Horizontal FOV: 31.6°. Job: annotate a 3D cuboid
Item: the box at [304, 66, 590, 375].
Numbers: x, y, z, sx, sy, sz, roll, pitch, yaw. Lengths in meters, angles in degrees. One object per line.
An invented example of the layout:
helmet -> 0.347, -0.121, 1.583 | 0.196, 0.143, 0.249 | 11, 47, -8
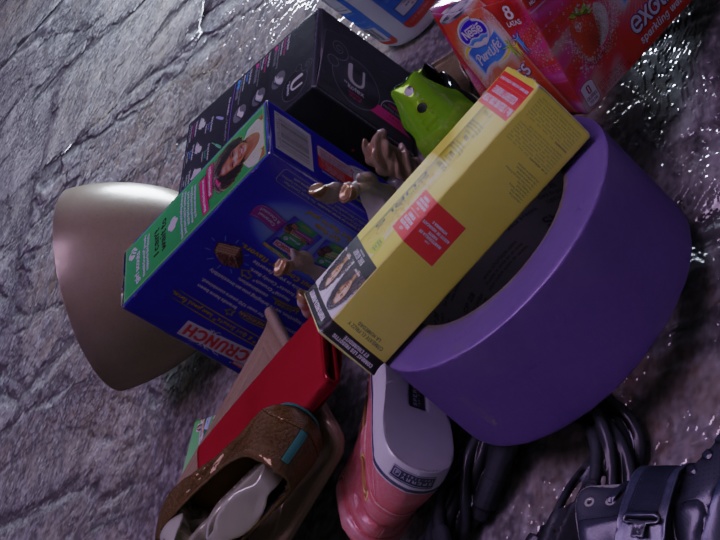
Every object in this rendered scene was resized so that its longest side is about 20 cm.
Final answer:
box -> 0.051, -0.032, 0.800 | 0.200, 0.050, 0.075 | -47, 20, 8

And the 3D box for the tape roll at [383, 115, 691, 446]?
tape roll -> 0.106, 0.005, 0.813 | 0.200, 0.085, 0.201 | -42, 23, 23

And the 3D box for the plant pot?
plant pot -> -0.191, 0.002, 1.223 | 0.133, 0.201, 0.201 | -14, 45, 8

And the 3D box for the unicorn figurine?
unicorn figurine -> 0.000, 0.000, 0.959 | 0.200, 0.137, 0.074 | -50, 50, 21

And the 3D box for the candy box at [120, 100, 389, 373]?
candy box -> -0.073, -0.013, 1.048 | 0.200, 0.168, 0.077 | -43, 32, 26

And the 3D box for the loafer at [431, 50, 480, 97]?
loafer -> 0.098, -0.164, 1.023 | 0.199, 0.067, 0.077 | -16, 52, 50

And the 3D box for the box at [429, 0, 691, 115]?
box -> 0.156, -0.200, 0.871 | 0.200, 0.100, 0.095 | -46, 24, -25

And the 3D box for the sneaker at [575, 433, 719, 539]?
sneaker -> 0.188, 0.093, 0.667 | 0.146, 0.077, 0.204 | -8, 59, 50

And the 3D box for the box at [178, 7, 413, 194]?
box -> -0.059, -0.120, 1.163 | 0.200, 0.122, 0.107 | -35, 38, 36

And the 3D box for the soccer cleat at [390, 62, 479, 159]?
soccer cleat -> 0.068, -0.113, 0.940 | 0.067, 0.081, 0.200 | -39, -3, 10

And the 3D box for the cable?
cable -> 0.097, 0.151, 0.786 | 0.163, 0.051, 0.201 | -18, 42, 60

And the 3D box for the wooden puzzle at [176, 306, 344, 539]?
wooden puzzle -> -0.077, 0.155, 0.978 | 0.201, 0.037, 0.185 | -64, 28, 17

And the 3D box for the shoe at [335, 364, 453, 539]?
shoe -> 0.025, 0.101, 0.904 | 0.201, 0.071, 0.091 | -82, 17, -54

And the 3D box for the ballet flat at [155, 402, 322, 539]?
ballet flat -> -0.096, 0.170, 0.884 | 0.200, 0.068, 0.073 | -45, 12, 34

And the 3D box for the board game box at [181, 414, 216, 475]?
board game box -> -0.114, 0.209, 1.061 | 0.134, 0.029, 0.202 | -23, 47, 47

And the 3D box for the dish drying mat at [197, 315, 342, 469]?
dish drying mat -> -0.070, 0.109, 0.932 | 0.200, 0.018, 0.077 | -50, 34, 38

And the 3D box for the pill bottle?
pill bottle -> -0.016, -0.305, 1.178 | 0.112, 0.199, 0.113 | -35, 39, 34
